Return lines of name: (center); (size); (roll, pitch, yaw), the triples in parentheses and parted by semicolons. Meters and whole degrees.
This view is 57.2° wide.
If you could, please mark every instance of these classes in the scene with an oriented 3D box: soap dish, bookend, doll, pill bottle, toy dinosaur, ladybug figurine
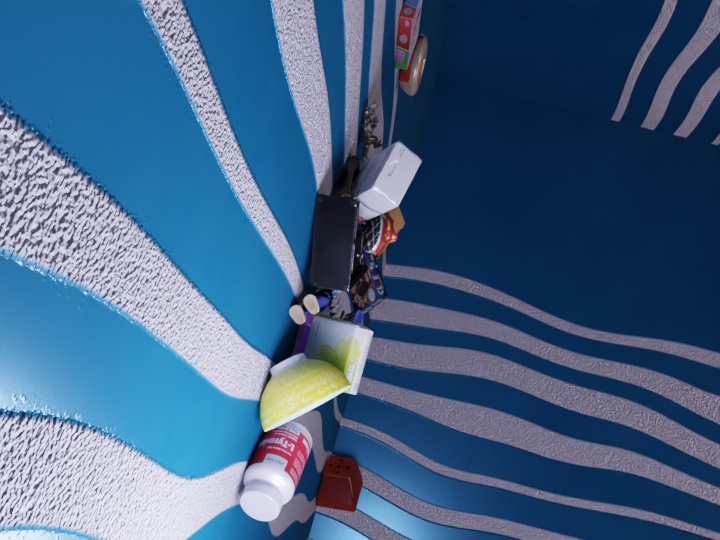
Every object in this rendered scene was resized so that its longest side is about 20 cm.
soap dish: (0.030, -0.083, 1.851); (0.157, 0.081, 0.200); (-38, 170, -46)
bookend: (-0.037, -0.078, 1.485); (0.200, 0.091, 0.202); (-45, 142, -72)
doll: (-0.093, 0.068, 1.487); (0.136, 0.049, 0.200); (-35, 179, 13)
pill bottle: (-0.180, 0.421, 1.399); (0.201, 0.111, 0.114); (-67, 169, -57)
toy dinosaur: (0.028, -0.354, 1.748); (0.088, 0.047, 0.203); (-45, 144, -52)
ladybug figurine: (0.176, -0.693, 2.215); (0.136, 0.071, 0.203); (-57, 161, -69)

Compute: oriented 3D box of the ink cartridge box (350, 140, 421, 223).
ink cartridge box: (0.044, -0.212, 1.618); (0.199, 0.082, 0.148); (-16, -138, 62)

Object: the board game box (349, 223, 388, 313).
board game box: (0.000, 0.000, 1.720); (0.135, 0.034, 0.203); (-41, -118, 57)

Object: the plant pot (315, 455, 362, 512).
plant pot: (-0.102, 1.016, 3.196); (0.201, 0.197, 0.179); (-64, 157, -61)

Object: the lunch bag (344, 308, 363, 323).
lunch bag: (-0.055, 0.199, 1.714); (0.200, 0.094, 0.152); (-39, -159, 42)

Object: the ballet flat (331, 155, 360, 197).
ballet flat: (-0.028, -0.214, 1.610); (0.201, 0.046, 0.068); (-69, 172, -48)

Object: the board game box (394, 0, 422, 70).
board game box: (0.148, -0.740, 2.007); (0.201, 0.040, 0.155); (93, 13, -62)

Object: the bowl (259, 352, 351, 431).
bowl: (-0.129, 0.236, 1.355); (0.109, 0.198, 0.200); (62, -1, 10)

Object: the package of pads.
package of pads: (-0.070, 0.185, 1.515); (0.068, 0.198, 0.157); (23, 81, -45)

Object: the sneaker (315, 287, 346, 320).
sneaker: (-0.087, 0.068, 1.633); (0.075, 0.080, 0.203); (-57, 141, -67)

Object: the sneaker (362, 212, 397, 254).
sneaker: (0.057, -0.096, 1.647); (0.077, 0.085, 0.201); (-42, -161, 28)
